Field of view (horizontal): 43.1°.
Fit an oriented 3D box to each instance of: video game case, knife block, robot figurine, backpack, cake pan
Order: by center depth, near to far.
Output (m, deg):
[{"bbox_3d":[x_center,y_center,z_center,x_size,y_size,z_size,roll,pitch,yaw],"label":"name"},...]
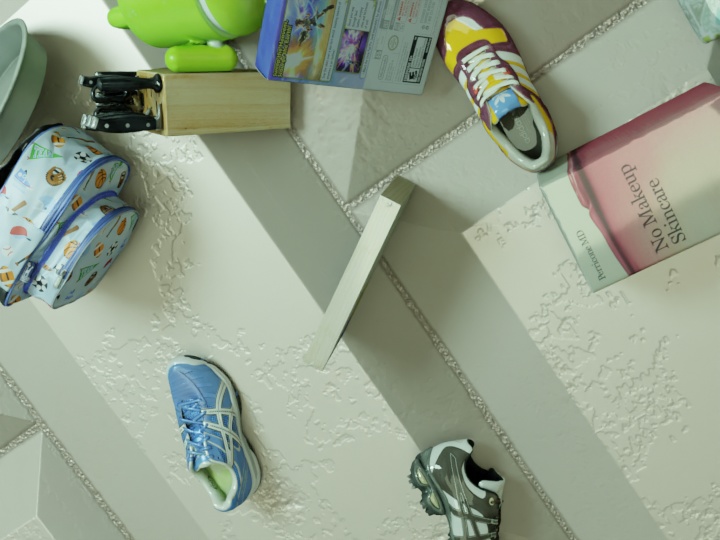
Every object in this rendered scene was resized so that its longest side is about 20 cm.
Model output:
[{"bbox_3d":[0.002,-0.280,0.892,0.180,0.045,0.202,-1,121,-29],"label":"video game case"},{"bbox_3d":[-0.169,-0.294,0.935,0.198,0.115,0.178,0,99,28],"label":"robot figurine"},{"bbox_3d":[-0.185,-0.175,0.952,0.198,0.176,0.065,4,107,8],"label":"knife block"},{"bbox_3d":[-0.405,-0.178,0.996,0.037,0.201,0.200,28,112,-38],"label":"cake pan"},{"bbox_3d":[-0.337,-0.060,1.009,0.153,0.200,0.192,27,100,-4],"label":"backpack"}]

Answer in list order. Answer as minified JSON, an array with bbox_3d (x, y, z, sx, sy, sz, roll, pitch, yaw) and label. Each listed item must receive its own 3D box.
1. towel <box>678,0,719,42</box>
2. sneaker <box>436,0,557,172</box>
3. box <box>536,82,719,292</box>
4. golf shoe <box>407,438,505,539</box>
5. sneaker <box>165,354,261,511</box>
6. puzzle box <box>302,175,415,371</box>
[{"bbox_3d":[0.377,-0.347,0.870,0.199,0.048,0.172,-32,96,16],"label":"towel"},{"bbox_3d":[0.141,-0.192,0.935,0.075,0.090,0.201,-36,95,16],"label":"sneaker"},{"bbox_3d":[0.295,-0.086,0.927,0.199,0.109,0.129,-27,99,15],"label":"box"},{"bbox_3d":[0.141,0.290,1.068,0.094,0.078,0.201,-31,99,15],"label":"golf shoe"},{"bbox_3d":[-0.180,0.196,1.099,0.075,0.077,0.201,-23,98,16],"label":"sneaker"},{"bbox_3d":[0.000,0.000,0.988,0.025,0.133,0.201,26,107,2],"label":"puzzle box"}]
